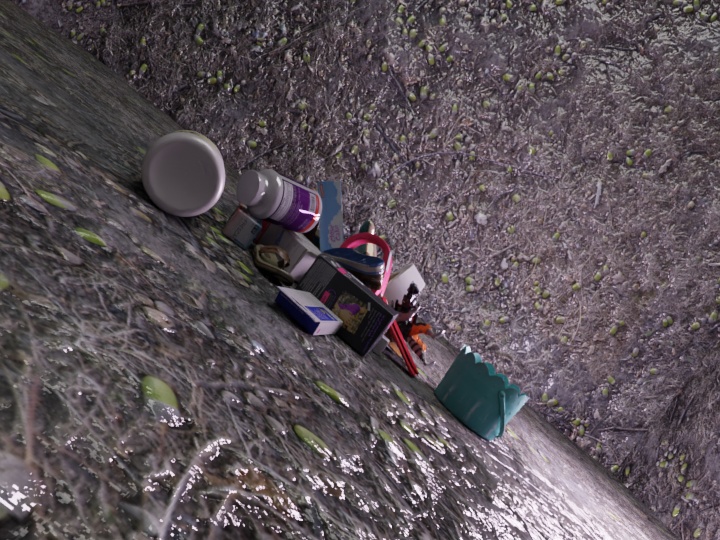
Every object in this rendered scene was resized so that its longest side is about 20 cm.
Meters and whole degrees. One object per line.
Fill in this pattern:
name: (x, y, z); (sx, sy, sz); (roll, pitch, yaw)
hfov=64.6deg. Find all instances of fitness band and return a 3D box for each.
fitness band: (0.000, 0.000, 1.358); (0.141, 0.203, 0.038); (6, -28, 23)

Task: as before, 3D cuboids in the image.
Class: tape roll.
tape roll: (0.083, 0.062, 1.617); (0.072, 0.200, 0.202); (58, 2, -4)

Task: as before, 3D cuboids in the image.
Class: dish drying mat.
dish drying mat: (0.090, 0.156, 1.365); (0.203, 0.018, 0.077); (65, 8, 14)

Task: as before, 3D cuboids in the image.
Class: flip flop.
flip flop: (-0.182, -0.025, 1.212); (0.081, 0.058, 0.200); (36, 4, -25)

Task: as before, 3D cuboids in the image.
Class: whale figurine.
whale figurine: (-0.010, -0.028, 1.473); (0.101, 0.205, 0.159); (8, -6, -4)

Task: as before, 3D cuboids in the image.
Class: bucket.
bucket: (0.282, 0.289, 1.342); (0.206, 0.136, 0.207); (37, 4, -3)

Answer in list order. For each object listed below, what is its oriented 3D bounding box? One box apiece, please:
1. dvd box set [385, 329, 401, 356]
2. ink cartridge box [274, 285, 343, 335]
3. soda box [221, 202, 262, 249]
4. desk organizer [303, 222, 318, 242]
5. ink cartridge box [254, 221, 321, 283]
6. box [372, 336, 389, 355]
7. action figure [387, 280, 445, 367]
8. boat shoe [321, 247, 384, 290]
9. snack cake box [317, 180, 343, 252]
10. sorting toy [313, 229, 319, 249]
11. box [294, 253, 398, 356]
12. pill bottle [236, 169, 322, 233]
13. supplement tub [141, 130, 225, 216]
dvd box set: (0.030, 0.128, 1.414); (0.146, 0.029, 0.200); (41, -6, 35)
ink cartridge box: (-0.095, 0.074, 1.030); (0.094, 0.037, 0.200); (40, 1, 13)
soda box: (-0.271, -0.108, 1.320); (0.068, 0.064, 0.200); (37, 4, -14)
desk organizer: (-0.217, -0.129, 1.578); (0.196, 0.078, 0.072); (20, 5, -5)
ink cartridge box: (-0.165, -0.044, 1.425); (0.200, 0.086, 0.147); (44, 6, 40)
box: (-0.022, 0.111, 1.280); (0.199, 0.042, 0.039); (38, 3, 8)
action figure: (0.121, 0.132, 1.439); (0.192, 0.104, 0.202); (36, -34, 31)
boat shoe: (-0.023, -0.001, 1.292); (0.071, 0.074, 0.198); (-16, 23, -34)
snack cake box: (-0.081, -0.129, 1.552); (0.066, 0.205, 0.115); (-2, -10, -5)
sorting toy: (-0.090, -0.025, 1.807); (0.197, 0.070, 0.200); (36, -14, 9)
box: (-0.029, 0.070, 1.185); (0.199, 0.107, 0.122); (39, 4, 7)
pill bottle: (-0.187, -0.162, 1.316); (0.112, 0.114, 0.198); (40, 14, 37)
supplement tub: (-0.329, -0.188, 1.076); (0.144, 0.146, 0.200); (36, 3, -21)
